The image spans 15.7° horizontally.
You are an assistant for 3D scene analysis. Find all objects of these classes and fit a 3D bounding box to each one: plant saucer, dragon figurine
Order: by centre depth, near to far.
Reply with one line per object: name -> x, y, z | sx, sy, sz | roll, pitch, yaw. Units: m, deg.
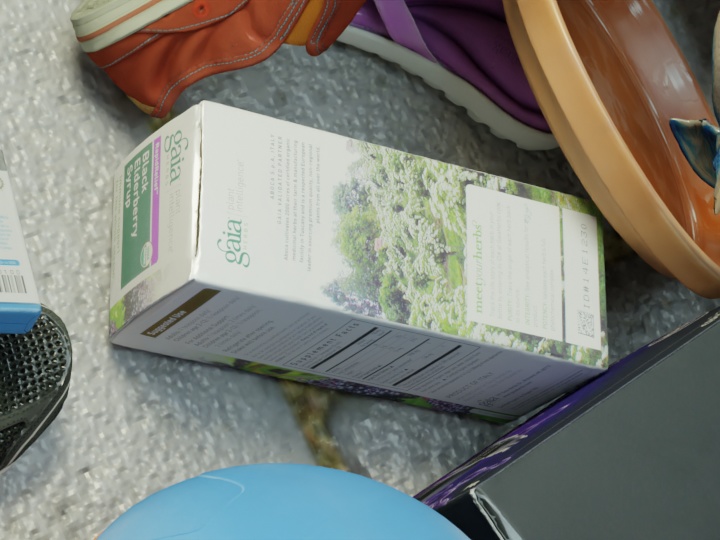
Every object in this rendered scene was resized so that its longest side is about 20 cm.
dragon figurine -> 0.173, -0.049, 1.120 | 0.200, 0.059, 0.099 | 54, 10, -30
plant saucer -> 0.115, -0.077, 1.161 | 0.200, 0.032, 0.200 | 51, 22, -30

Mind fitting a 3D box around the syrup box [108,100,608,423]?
syrup box -> 0.000, 0.000, 1.084 | 0.200, 0.081, 0.079 | 12, 64, -27

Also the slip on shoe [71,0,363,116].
slip on shoe -> -0.020, -0.122, 1.055 | 0.061, 0.200, 0.074 | 59, 19, -18

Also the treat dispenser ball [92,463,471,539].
treat dispenser ball -> -0.030, 0.169, 0.931 | 0.201, 0.201, 0.201 | 11, 67, -28

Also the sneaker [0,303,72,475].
sneaker -> -0.183, 0.057, 0.947 | 0.200, 0.086, 0.080 | -24, 88, -36

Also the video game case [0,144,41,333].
video game case -> -0.207, -0.064, 0.981 | 0.143, 0.018, 0.200 | 3, 53, -30

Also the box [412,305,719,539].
box -> 0.095, 0.092, 1.073 | 0.200, 0.141, 0.079 | -31, 91, -36

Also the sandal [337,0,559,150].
sandal -> 0.030, -0.129, 1.167 | 0.203, 0.050, 0.082 | 30, 60, -21
